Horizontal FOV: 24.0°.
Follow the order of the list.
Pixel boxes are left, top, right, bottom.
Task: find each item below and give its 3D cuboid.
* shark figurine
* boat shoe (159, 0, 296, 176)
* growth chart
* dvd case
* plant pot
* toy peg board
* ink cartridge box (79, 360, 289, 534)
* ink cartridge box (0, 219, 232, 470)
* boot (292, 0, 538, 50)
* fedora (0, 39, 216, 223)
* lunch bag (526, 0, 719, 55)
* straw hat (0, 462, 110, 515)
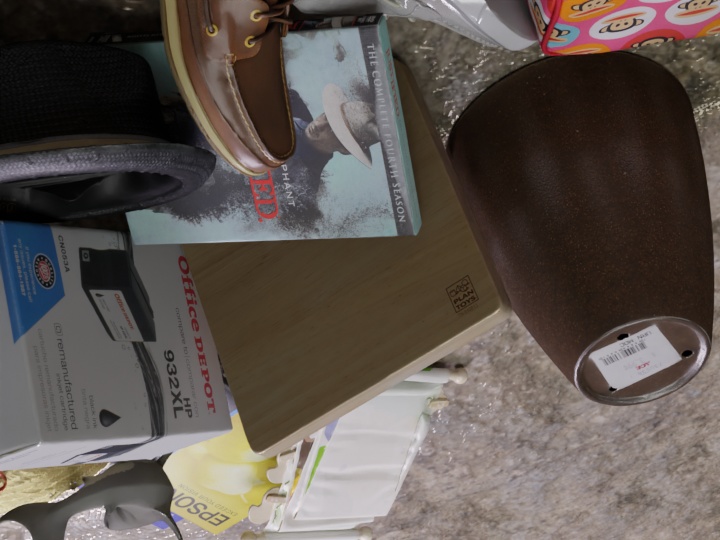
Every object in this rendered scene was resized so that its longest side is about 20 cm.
[{"bbox_3d":[-0.170,0.184,1.272,0.128,0.090,0.214,-35,170,10],"label":"shark figurine"},{"bbox_3d":[-0.074,-0.151,0.979,0.067,0.072,0.201,-8,110,28],"label":"boat shoe"},{"bbox_3d":[-0.010,0.154,1.392,0.144,0.018,0.201,12,116,-34],"label":"growth chart"},{"bbox_3d":[-0.068,-0.086,1.071,0.199,0.022,0.147,-1,119,17],"label":"dvd case"},{"bbox_3d":[0.166,-0.014,1.161,0.186,0.201,0.187,-7,139,-6],"label":"plant pot"},{"bbox_3d":[0.000,0.000,1.152,0.200,0.200,0.098,-32,153,20],"label":"toy peg board"},{"bbox_3d":[-0.150,0.151,1.388,0.200,0.047,0.197,-35,136,20],"label":"ink cartridge box"},{"bbox_3d":[-0.185,0.051,1.124,0.083,0.146,0.200,-19,168,29],"label":"ink cartridge box"},{"bbox_3d":[0.017,-0.184,1.043,0.095,0.074,0.200,-30,132,33],"label":"boot"},{"bbox_3d":[-0.190,-0.086,1.024,0.199,0.092,0.201,-8,173,-1],"label":"fedora"},{"bbox_3d":[0.197,-0.197,1.002,0.199,0.082,0.176,-13,170,-3],"label":"lunch bag"},{"bbox_3d":[-0.273,0.091,1.257,0.200,0.085,0.202,-7,138,-6],"label":"straw hat"}]
